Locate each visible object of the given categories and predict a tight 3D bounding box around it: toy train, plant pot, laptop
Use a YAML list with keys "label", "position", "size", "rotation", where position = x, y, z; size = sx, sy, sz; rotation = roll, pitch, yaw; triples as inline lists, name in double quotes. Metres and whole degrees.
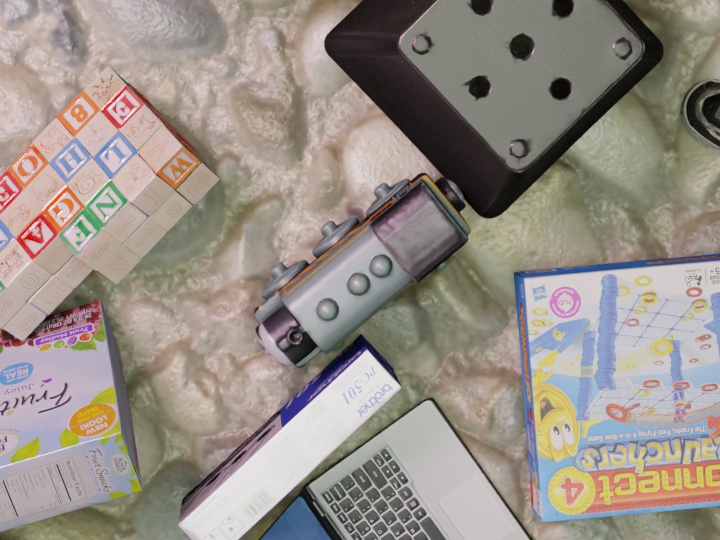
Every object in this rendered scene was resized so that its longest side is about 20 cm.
- label: "toy train"
  position: [0.000, 0.000, 1.677]
  size: [0.200, 0.114, 0.085]
  rotation: [-38, 96, 3]
- label: "plant pot"
  position: [0.112, -0.169, 1.639]
  size: [0.200, 0.177, 0.200]
  rotation: [-44, 97, 0]
- label: "laptop"
  position: [0.032, 0.240, 1.703]
  size: [0.200, 0.116, 0.188]
  rotation: [-35, 97, 0]

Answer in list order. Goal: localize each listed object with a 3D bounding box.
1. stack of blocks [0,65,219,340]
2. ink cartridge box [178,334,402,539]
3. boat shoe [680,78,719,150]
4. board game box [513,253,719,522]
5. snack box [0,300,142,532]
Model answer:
- label: "stack of blocks"
  position: [-0.219, -0.044, 1.660]
  size: [0.200, 0.059, 0.115]
  rotation: [-45, 54, 2]
- label: "ink cartridge box"
  position: [-0.056, 0.138, 1.699]
  size: [0.200, 0.094, 0.044]
  rotation: [-43, 96, 2]
- label: "boat shoe"
  position: [0.351, -0.097, 1.715]
  size: [0.199, 0.064, 0.071]
  rotation: [17, 94, -5]
- label: "board game box"
  position: [0.230, 0.092, 1.730]
  size: [0.199, 0.056, 0.197]
  rotation: [-5, 95, -3]
- label: "snack box"
  position: [-0.275, 0.121, 1.645]
  size: [0.199, 0.169, 0.068]
  rotation: [-17, 127, 0]
